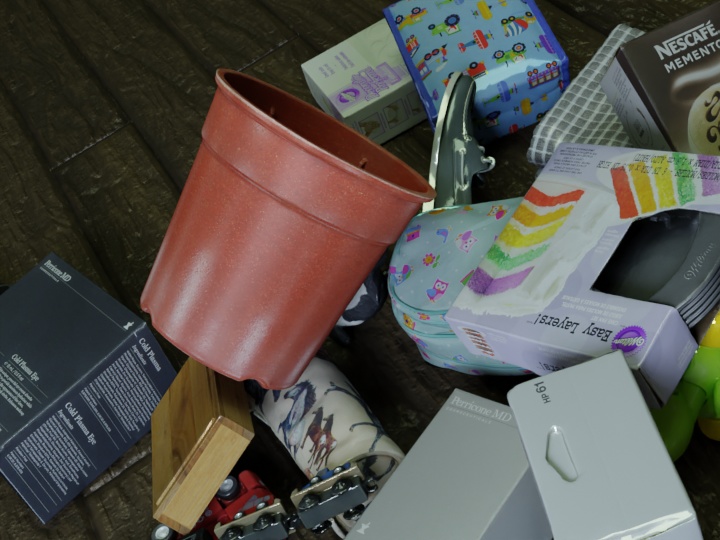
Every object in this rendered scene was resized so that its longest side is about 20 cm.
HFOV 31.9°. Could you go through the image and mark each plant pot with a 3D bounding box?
[{"bbox_3d":[-0.070,-0.025,1.014,0.197,0.199,0.201,-61,39,13],"label":"plant pot"}]

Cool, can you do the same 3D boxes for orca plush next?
[{"bbox_3d":[0.000,0.000,1.155,0.070,0.200,0.106,-22,79,-22],"label":"orca plush"}]

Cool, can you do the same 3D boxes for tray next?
[{"bbox_3d":[-0.139,0.130,1.067,0.099,0.037,0.200,-56,18,9],"label":"tray"}]

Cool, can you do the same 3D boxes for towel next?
[{"bbox_3d":[0.273,-0.144,1.197,0.164,0.086,0.201,16,54,38],"label":"towel"}]

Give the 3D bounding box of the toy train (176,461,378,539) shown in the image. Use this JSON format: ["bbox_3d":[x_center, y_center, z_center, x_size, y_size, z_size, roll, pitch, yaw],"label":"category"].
[{"bbox_3d":[-0.076,0.196,0.959,0.198,0.034,0.046,-25,21,10],"label":"toy train"}]

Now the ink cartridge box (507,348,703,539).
[{"bbox_3d":[0.168,0.175,0.807,0.083,0.202,0.146,-21,39,5],"label":"ink cartridge box"}]

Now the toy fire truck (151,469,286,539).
[{"bbox_3d":[-0.131,0.261,0.992,0.199,0.049,0.141,-34,40,-12],"label":"toy fire truck"}]

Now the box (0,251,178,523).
[{"bbox_3d":[-0.298,0.106,1.209,0.182,0.105,0.199,-42,42,-18],"label":"box"}]

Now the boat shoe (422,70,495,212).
[{"bbox_3d":[0.098,-0.091,1.204,0.061,0.073,0.204,7,77,11],"label":"boat shoe"}]

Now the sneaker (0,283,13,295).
[{"bbox_3d":[-0.444,0.030,1.387,0.197,0.083,0.071,6,48,32],"label":"sneaker"}]

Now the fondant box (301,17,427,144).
[{"bbox_3d":[0.049,-0.231,1.435,0.198,0.059,0.145,-31,40,-5],"label":"fondant box"}]

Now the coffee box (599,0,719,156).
[{"bbox_3d":[0.300,-0.110,1.058,0.112,0.080,0.202,-25,78,-8],"label":"coffee box"}]

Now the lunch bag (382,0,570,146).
[{"bbox_3d":[0.117,-0.243,1.329,0.149,0.094,0.202,-22,63,3],"label":"lunch bag"}]

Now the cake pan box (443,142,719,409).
[{"bbox_3d":[0.182,-0.005,0.912,0.199,0.052,0.185,15,64,50],"label":"cake pan box"}]

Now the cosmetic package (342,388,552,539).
[{"bbox_3d":[0.068,0.195,0.931,0.106,0.091,0.201,12,55,40],"label":"cosmetic package"}]

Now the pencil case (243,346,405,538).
[{"bbox_3d":[-0.034,0.134,1.059,0.089,0.078,0.200,-45,40,2],"label":"pencil case"}]

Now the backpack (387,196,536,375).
[{"bbox_3d":[0.124,0.014,1.070,0.197,0.127,0.168,-3,47,29],"label":"backpack"}]

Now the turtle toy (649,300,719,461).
[{"bbox_3d":[0.235,0.060,0.939,0.099,0.147,0.202,0,45,19],"label":"turtle toy"}]
